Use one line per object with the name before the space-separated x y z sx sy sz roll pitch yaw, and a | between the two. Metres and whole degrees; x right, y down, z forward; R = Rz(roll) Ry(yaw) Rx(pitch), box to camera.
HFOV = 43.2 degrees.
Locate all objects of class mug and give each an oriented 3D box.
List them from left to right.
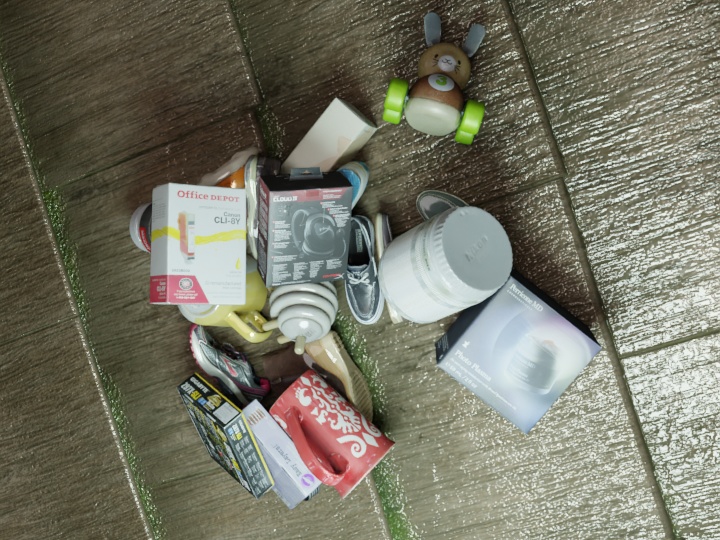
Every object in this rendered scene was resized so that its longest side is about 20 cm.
mug | -0.250 0.041 1.679 0.186 0.153 0.150 12 95 13
mug | -0.054 0.277 1.579 0.133 0.178 0.200 -45 81 -6

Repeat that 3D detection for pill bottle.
pill bottle | -0.339 -0.076 1.673 0.200 0.114 0.115 5 95 49

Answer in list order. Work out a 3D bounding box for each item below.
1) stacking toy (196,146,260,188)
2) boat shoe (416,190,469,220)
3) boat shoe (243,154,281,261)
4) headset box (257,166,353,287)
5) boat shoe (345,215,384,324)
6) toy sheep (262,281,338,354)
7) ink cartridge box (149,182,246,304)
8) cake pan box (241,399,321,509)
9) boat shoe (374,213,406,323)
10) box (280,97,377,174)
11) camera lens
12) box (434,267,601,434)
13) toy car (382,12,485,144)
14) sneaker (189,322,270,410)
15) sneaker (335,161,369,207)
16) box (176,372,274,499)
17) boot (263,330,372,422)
stacking toy | -0.201 -0.114 1.686 0.146 0.146 0.200 -31 102 14
boat shoe | 0.180 -0.076 1.606 0.200 0.062 0.073 39 101 9
boat shoe | -0.162 -0.104 1.598 0.073 0.075 0.201 -1 118 2
headset box | -0.097 -0.080 1.560 0.148 0.077 0.201 -6 118 -19
boat shoe | 0.000 0.000 1.654 0.071 0.068 0.201 -2 93 15
toy sheep | -0.105 0.066 1.648 0.137 0.138 0.201 -10 55 15
ink cartridge box | -0.273 -0.043 1.537 0.083 0.145 0.201 -5 84 57
cake pan box | -0.157 0.343 1.663 0.052 0.184 0.200 -39 80 -22
boat shoe | 0.067 -0.007 1.640 0.064 0.072 0.201 -11 88 3
box | -0.068 -0.209 1.648 0.078 0.095 0.200 42 103 8
camera lens | 0.137 -0.007 1.520 0.200 0.160 0.161 -29 85 55
box | 0.263 0.129 1.546 0.200 0.123 0.199 37 101 -5
toy car | 0.143 -0.342 1.566 0.163 0.158 0.201 16 85 1
sneaker | -0.251 0.172 1.716 0.075 0.081 0.200 -35 110 7
sneaker | -0.049 -0.114 1.660 0.076 0.081 0.200 41 123 0
box | -0.242 0.297 1.633 0.159 0.049 0.201 27 144 42
boot | -0.079 0.221 1.701 0.166 0.072 0.201 -26 88 27
